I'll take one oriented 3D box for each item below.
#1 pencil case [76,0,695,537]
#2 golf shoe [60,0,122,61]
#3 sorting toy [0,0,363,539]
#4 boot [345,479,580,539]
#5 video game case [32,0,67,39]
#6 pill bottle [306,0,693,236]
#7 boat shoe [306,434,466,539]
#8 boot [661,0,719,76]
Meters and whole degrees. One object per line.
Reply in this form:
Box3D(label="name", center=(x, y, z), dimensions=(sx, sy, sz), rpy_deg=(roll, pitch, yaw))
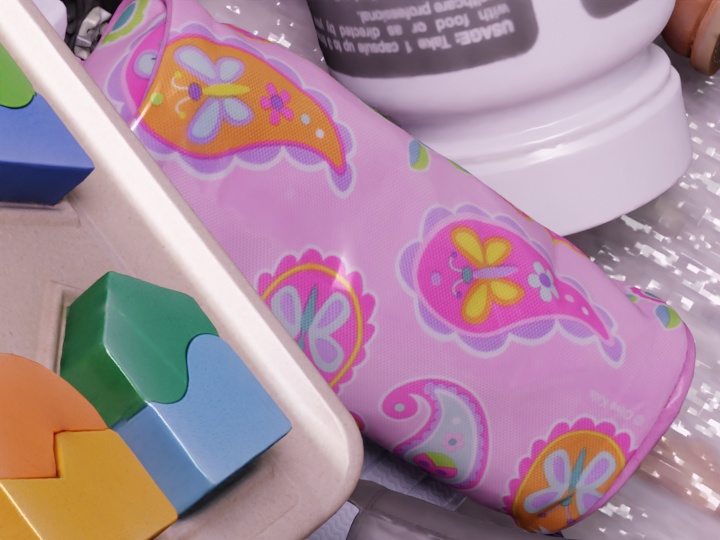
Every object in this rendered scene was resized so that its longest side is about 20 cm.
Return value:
Box3D(label="pencil case", center=(0.000, 0.000, 0.814), dimensions=(0.200, 0.087, 0.088), rpy_deg=(31, 63, -22))
Box3D(label="golf shoe", center=(-0.109, -0.107, 0.846), dimensions=(0.088, 0.200, 0.077), rpy_deg=(20, 74, 7))
Box3D(label="sorting toy", center=(-0.089, 0.005, 0.651), dimensions=(0.185, 0.036, 0.200), rpy_deg=(52, 28, 3))
Box3D(label="boot", center=(0.042, 0.159, 0.787), dimensions=(0.138, 0.077, 0.200), rpy_deg=(15, 103, 15))
Box3D(label="video game case", center=(-0.200, -0.045, 0.722), dimensions=(0.182, 0.023, 0.200), rpy_deg=(24, 44, 10))
Box3D(label="pill bottle", center=(0.032, -0.116, 0.867), dimensions=(0.114, 0.114, 0.200), rpy_deg=(-22, 110, -15))
Box3D(label="boat shoe", center=(-0.040, 0.077, 0.844), dimensions=(0.200, 0.062, 0.072), rpy_deg=(-32, 89, -37))
Box3D(label="boot", center=(0.079, -0.165, 0.959), dimensions=(0.155, 0.077, 0.200), rpy_deg=(17, 63, 0))
